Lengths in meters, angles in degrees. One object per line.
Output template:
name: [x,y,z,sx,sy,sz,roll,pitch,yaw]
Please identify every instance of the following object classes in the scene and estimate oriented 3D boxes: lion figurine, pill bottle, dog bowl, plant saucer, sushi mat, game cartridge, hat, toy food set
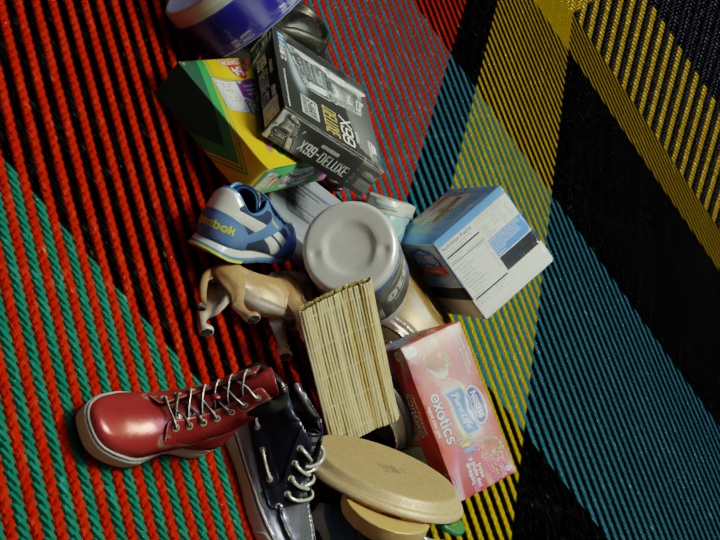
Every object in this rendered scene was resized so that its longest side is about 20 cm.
lion figurine: [-0.117,0.029,1.569,0.199,0.072,0.123,28,34,-43]
pill bottle: [0.000,0.000,1.669,0.200,0.113,0.115,64,4,-73]
dog bowl: [-0.147,-0.359,1.764,0.079,0.199,0.201,50,27,-24]
plant saucer: [0.086,0.056,1.890,0.201,0.035,0.200,53,10,-13]
sushi mat: [-0.011,0.107,1.581,0.012,0.095,0.202,41,-30,52]
game cartridge: [-0.065,-0.059,1.796,0.199,0.041,0.134,36,31,-41]
hat: [-0.097,-0.313,1.887,0.199,0.081,0.202,23,47,-27]
toy food set: [0.025,0.239,1.535,0.199,0.049,0.197,27,11,39]

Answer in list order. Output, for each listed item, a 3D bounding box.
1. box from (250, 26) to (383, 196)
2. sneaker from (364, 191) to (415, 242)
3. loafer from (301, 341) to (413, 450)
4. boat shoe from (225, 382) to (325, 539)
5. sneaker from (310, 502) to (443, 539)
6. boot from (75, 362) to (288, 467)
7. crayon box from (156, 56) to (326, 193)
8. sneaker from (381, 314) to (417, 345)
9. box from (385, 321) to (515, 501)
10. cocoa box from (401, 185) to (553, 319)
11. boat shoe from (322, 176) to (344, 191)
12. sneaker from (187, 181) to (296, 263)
box: [-0.056,-0.200,1.731,0.157,0.050,0.201,30,28,-28]
sneaker: [0.029,-0.062,1.943,0.073,0.083,0.200,18,3,8]
loafer: [-0.011,0.143,1.667,0.071,0.073,0.201,-41,104,-29]
boat shoe: [-0.071,0.212,1.436,0.074,0.092,0.202,-2,65,-61]
sneaker: [0.020,0.294,1.539,0.199,0.077,0.076,30,40,-42]
boot: [-0.159,0.125,1.308,0.199,0.143,0.073,7,58,-58]
crayon box: [-0.130,-0.181,1.719,0.173,0.058,0.199,49,27,11]
sneaker: [0.057,0.136,1.780,0.201,0.070,0.076,53,32,-13]
box: [0.097,0.175,1.710,0.095,0.099,0.202,-22,92,-29]
cocoa box: [0.148,-0.028,1.940,0.132,0.133,0.200,53,-12,-12]
boat shoe: [-0.060,-0.199,1.944,0.062,0.072,0.202,102,-32,-59]
sneaker: [-0.122,-0.056,1.605,0.073,0.083,0.200,20,9,18]
